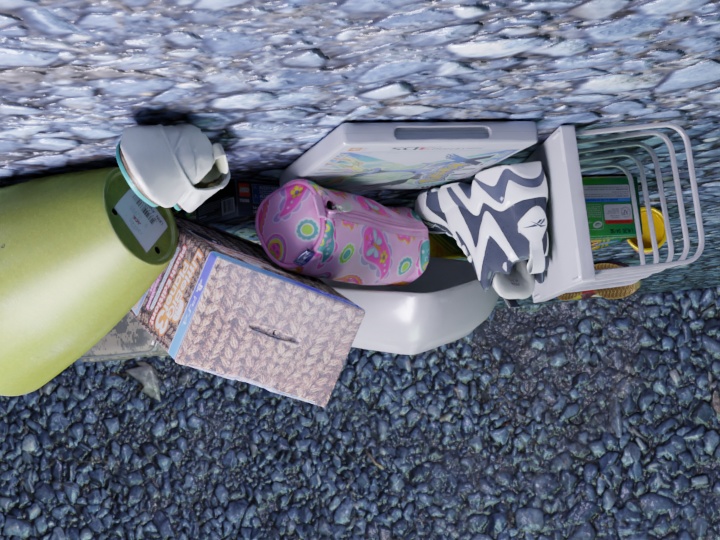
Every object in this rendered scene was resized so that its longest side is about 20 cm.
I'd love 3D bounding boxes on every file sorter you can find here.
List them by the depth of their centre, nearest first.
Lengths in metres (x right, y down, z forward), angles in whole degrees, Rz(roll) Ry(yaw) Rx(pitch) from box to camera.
[{"bbox_3d":[0.235,-0.055,1.184,0.123,0.141,0.200,-7,174,-5],"label":"file sorter"}]

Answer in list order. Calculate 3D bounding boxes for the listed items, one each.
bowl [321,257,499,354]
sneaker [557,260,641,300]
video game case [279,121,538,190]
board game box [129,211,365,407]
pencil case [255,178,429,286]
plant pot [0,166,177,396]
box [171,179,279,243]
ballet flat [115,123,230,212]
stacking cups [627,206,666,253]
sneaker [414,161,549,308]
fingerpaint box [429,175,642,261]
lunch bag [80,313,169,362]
[{"bbox_3d":[0.038,0.036,1.346,0.198,0.076,0.199,7,-167,34],"label":"bowl"},{"bbox_3d":[0.469,0.017,2.374,0.089,0.076,0.199,-10,-175,-41],"label":"sneaker"},{"bbox_3d":[0.037,-0.101,1.121,0.180,0.022,0.200,-3,174,-19],"label":"video game case"},{"bbox_3d":[-0.118,0.029,1.150,0.158,0.098,0.200,21,-174,-32],"label":"board game box"},{"bbox_3d":[-0.011,-0.033,1.180,0.087,0.089,0.199,-9,168,33],"label":"pencil case"},{"bbox_3d":[-0.267,-0.011,1.106,0.199,0.189,0.186,-25,165,27],"label":"plant pot"},{"bbox_3d":[-0.134,-0.056,1.309,0.136,0.040,0.199,2,170,-42],"label":"box"},{"bbox_3d":[-0.141,-0.086,0.976,0.068,0.070,0.200,-5,178,3],"label":"ballet flat"},{"bbox_3d":[0.405,-0.050,1.734,0.060,0.061,0.200,-7,175,15],"label":"stacking cups"},{"bbox_3d":[0.122,-0.024,1.211,0.079,0.131,0.198,-7,175,-33],"label":"sneaker"},{"bbox_3d":[0.195,-0.056,1.424,0.198,0.074,0.167,-2,173,-21],"label":"fingerpaint box"},{"bbox_3d":[-0.285,0.051,1.687,0.198,0.141,0.167,-9,172,37],"label":"lunch bag"}]
